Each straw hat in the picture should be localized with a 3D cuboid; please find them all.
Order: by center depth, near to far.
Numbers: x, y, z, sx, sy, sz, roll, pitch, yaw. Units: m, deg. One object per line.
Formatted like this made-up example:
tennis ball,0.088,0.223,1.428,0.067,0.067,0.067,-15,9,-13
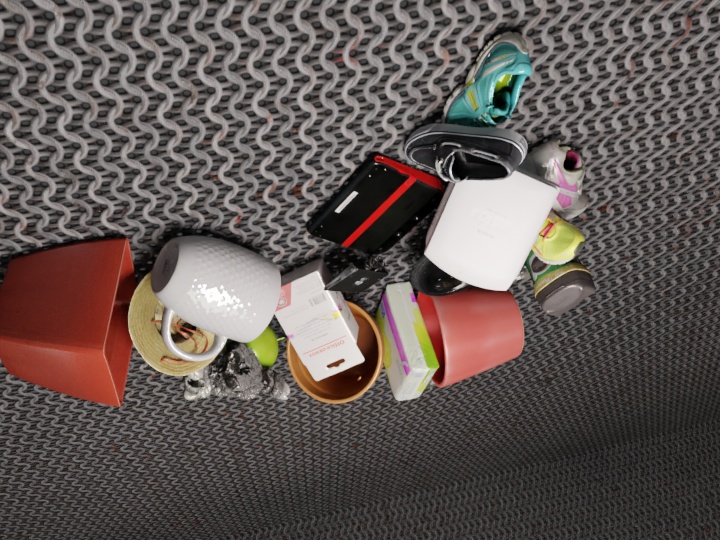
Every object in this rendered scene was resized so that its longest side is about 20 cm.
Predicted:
straw hat,-0.330,0.076,1.123,0.199,0.205,0.084,16,177,-40

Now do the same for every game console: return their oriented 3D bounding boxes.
game console,0.029,-0.105,1.081,0.175,0.031,0.200,17,136,-36

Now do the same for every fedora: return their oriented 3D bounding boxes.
fedora,0.170,-0.042,1.172,0.197,0.093,0.202,-13,145,-9

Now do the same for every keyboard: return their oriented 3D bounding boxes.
keyboard,0.000,0.000,1.186,0.103,0.040,0.200,-33,169,14

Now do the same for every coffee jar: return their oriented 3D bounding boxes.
coffee jar,0.350,-0.023,1.179,0.084,0.203,0.104,12,140,-37

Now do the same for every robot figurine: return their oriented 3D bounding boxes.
robot figurine,-0.250,0.171,1.293,0.198,0.117,0.175,-30,151,21

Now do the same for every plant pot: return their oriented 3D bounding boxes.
plant pot,-0.458,0.079,1.002,0.173,0.203,0.201,4,145,-10
plant pot,0.221,0.118,1.292,0.174,0.203,0.202,-9,148,-9
plant pot,-0.037,0.159,1.311,0.197,0.203,0.140,-23,173,13

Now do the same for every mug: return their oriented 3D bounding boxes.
mug,-0.248,0.046,1.035,0.174,0.203,0.146,25,170,-38

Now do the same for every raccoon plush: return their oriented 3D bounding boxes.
raccoon plush,-0.244,0.223,1.207,0.132,0.098,0.200,-24,126,23

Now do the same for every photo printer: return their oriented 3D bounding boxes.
photo printer,0.202,-0.075,1.026,0.164,0.070,0.203,24,108,1

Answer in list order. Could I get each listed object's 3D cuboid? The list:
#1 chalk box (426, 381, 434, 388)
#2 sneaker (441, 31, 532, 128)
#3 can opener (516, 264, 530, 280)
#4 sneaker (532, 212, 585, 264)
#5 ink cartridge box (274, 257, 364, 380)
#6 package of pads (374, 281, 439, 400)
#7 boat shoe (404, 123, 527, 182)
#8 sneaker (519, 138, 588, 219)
chalk box,0.174,0.192,1.510,0.122,0.126,0.201,-17,149,0
sneaker,0.173,-0.232,0.893,0.076,0.081,0.201,-2,146,-21
can opener,0.261,-0.001,1.328,0.196,0.068,0.054,-6,154,8
sneaker,0.297,-0.078,1.098,0.090,0.200,0.079,37,91,-37
ink cartridge box,-0.079,0.094,1.197,0.115,0.068,0.202,-23,109,13
package of pads,0.088,0.150,1.330,0.067,0.203,0.155,-7,148,-16
boat shoe,0.136,-0.159,0.910,0.198,0.068,0.072,12,147,38
sneaker,0.347,-0.155,1.087,0.088,0.083,0.198,-34,145,30
